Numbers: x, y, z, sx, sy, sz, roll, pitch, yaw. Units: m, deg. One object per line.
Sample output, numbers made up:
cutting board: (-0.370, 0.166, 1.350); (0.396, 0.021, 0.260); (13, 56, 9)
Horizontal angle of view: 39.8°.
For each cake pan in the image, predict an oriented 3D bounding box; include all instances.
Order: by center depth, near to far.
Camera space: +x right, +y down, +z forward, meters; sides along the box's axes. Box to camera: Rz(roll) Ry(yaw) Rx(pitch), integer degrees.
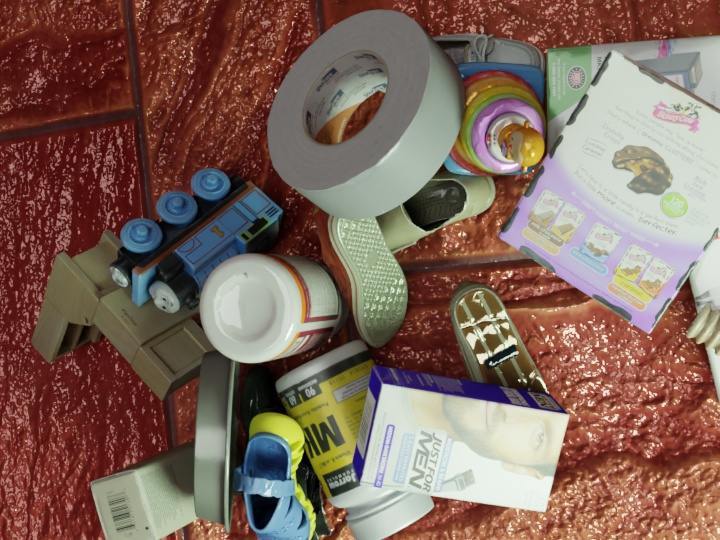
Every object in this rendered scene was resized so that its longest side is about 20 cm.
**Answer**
cake pan: (-0.152, 0.176, 1.061); (0.036, 0.200, 0.202); (2, 94, -4)

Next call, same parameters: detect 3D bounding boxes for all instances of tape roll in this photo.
tape roll: (0.002, -0.155, 0.982); (0.199, 0.066, 0.202); (-19, 55, 30)

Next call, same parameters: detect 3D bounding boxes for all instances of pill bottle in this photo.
pill bottle: (-0.083, 0.038, 1.067); (0.109, 0.200, 0.111); (0, 90, 17)
pill bottle: (-0.004, 0.189, 1.096); (0.114, 0.114, 0.201); (-29, 83, 19)

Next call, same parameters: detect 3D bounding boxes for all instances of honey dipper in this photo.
honey dipper: (0.392, 0.099, 0.898); (0.199, 0.038, 0.038); (34, 104, 15)

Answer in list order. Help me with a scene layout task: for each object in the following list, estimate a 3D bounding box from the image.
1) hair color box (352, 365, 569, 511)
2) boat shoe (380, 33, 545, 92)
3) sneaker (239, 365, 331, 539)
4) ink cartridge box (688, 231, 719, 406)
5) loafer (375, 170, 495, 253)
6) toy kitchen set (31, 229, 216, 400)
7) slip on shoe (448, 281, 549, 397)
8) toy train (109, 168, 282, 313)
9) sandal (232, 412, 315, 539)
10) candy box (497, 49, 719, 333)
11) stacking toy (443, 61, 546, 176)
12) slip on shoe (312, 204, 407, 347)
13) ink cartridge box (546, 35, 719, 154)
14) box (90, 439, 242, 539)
hair color box: (0.100, 0.171, 1.012); (0.198, 0.065, 0.110); (10, 100, -11)
boat shoe: (0.095, -0.217, 1.063); (0.200, 0.065, 0.075); (8, 96, 20)
sneaker: (-0.084, 0.214, 1.159); (0.103, 0.060, 0.202); (6, 99, 20)
ink cartridge box: (0.397, 0.022, 0.954); (0.145, 0.085, 0.202); (-14, 90, 21)
loafer: (0.048, -0.065, 1.087); (0.199, 0.068, 0.076); (-24, 84, 20)
toy kitchen set: (-0.257, 0.071, 1.201); (0.200, 0.163, 0.181); (45, 134, 12)
slip on shoe: (0.146, 0.104, 1.068); (0.076, 0.061, 0.201); (-26, 102, -1)
toy train: (-0.183, -0.032, 1.118); (0.114, 0.200, 0.087); (39, 147, 14)
sandal: (-0.100, 0.253, 1.082); (0.079, 0.087, 0.201); (4, 125, 18)
candy box: (0.253, -0.074, 0.919); (0.167, 0.071, 0.201); (34, 107, 13)
stacking toy: (0.139, -0.130, 0.947); (0.109, 0.200, 0.117); (0, 108, -4)
slip on shoe: (0.000, 0.000, 1.076); (0.061, 0.074, 0.201); (27, 148, 46)
ink cartridge box: (0.288, -0.150, 0.984); (0.198, 0.087, 0.147); (1, 93, 18)
box: (-0.211, 0.245, 1.129); (0.068, 0.200, 0.083); (-19, 85, 23)
